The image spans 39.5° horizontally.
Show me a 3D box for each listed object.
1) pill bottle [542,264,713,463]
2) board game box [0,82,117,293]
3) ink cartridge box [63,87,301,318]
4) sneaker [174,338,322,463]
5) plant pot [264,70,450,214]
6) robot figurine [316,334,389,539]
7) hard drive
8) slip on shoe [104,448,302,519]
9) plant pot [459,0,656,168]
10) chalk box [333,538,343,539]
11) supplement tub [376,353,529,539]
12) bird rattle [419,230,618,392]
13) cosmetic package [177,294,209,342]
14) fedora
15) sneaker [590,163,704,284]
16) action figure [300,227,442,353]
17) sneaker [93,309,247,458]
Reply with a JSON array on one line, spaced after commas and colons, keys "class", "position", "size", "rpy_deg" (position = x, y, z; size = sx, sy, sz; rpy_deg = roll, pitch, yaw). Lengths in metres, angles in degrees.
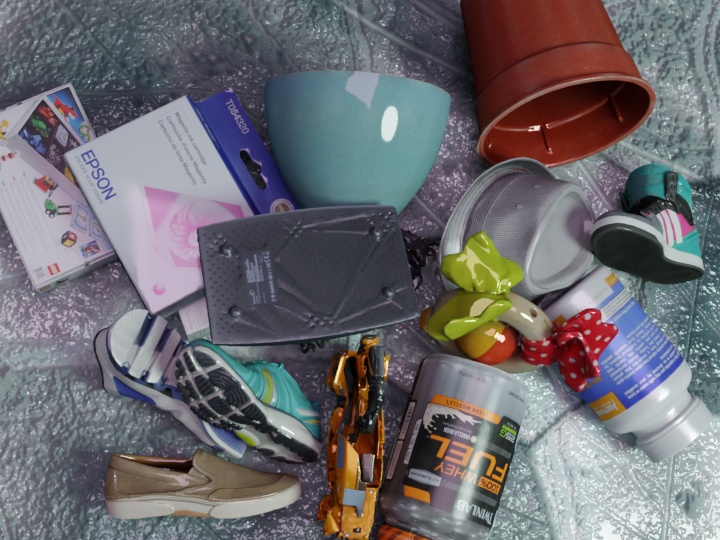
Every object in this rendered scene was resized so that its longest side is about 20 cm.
[{"class": "pill bottle", "position": [0.283, 0.103, 1.083], "size": [0.112, 0.112, 0.200], "rpy_deg": [-36, 83, -14]}, {"class": "board game box", "position": [-0.333, -0.091, 1.094], "size": [0.126, 0.035, 0.201], "rpy_deg": [-25, 81, -11]}, {"class": "ink cartridge box", "position": [-0.177, -0.079, 1.056], "size": [0.199, 0.043, 0.197], "rpy_deg": [-30, 81, -13]}, {"class": "sneaker", "position": [-0.109, 0.123, 1.008], "size": [0.077, 0.200, 0.080], "rpy_deg": [-17, 46, 31]}, {"class": "plant pot", "position": [-0.008, -0.122, 1.067], "size": [0.199, 0.200, 0.136], "rpy_deg": [4, 87, -6]}, {"class": "robot figurine", "position": [-0.007, 0.165, 1.021], "size": [0.058, 0.145, 0.201], "rpy_deg": [5, 84, -8]}, {"class": "hard drive", "position": [-0.052, 0.008, 0.973], "size": [0.199, 0.042, 0.136], "rpy_deg": [-7, 67, -11]}, {"class": "slip on shoe", "position": [-0.160, 0.213, 1.022], "size": [0.199, 0.076, 0.061], "rpy_deg": [-2, 93, 0]}, {"class": "plant pot", "position": [0.203, -0.244, 1.126], "size": [0.199, 0.201, 0.196], "rpy_deg": [-10, 70, -9]}, {"class": "chalk box", "position": [0.064, 0.347, 0.950], "size": [0.199, 0.124, 0.125], "rpy_deg": [6, 63, 18]}, {"class": "supplement tub", "position": [0.091, 0.198, 1.031], "size": [0.122, 0.123, 0.201], "rpy_deg": [19, 75, -2]}, {"class": "bird rattle", "position": [0.150, 0.055, 1.018], "size": [0.199, 0.163, 0.113], "rpy_deg": [26, 61, -22]}, {"class": "cosmetic package", "position": [-0.184, -0.031, 1.090], "size": [0.082, 0.051, 0.201], "rpy_deg": [-19, 79, -13]}, {"class": "fedora", "position": [0.184, -0.028, 1.073], "size": [0.200, 0.090, 0.178], "rpy_deg": [-40, 118, -31]}, {"class": "sneaker", "position": [0.314, -0.065, 1.112], "size": [0.199, 0.083, 0.121], "rpy_deg": [19, 59, -46]}, {"class": "action figure", "position": [0.000, 0.000, 1.074], "size": [0.199, 0.119, 0.102], "rpy_deg": [-34, 88, -8]}, {"class": "sneaker", "position": [-0.199, 0.111, 1.041], "size": [0.199, 0.115, 0.081], "rpy_deg": [43, 62, -27]}]
